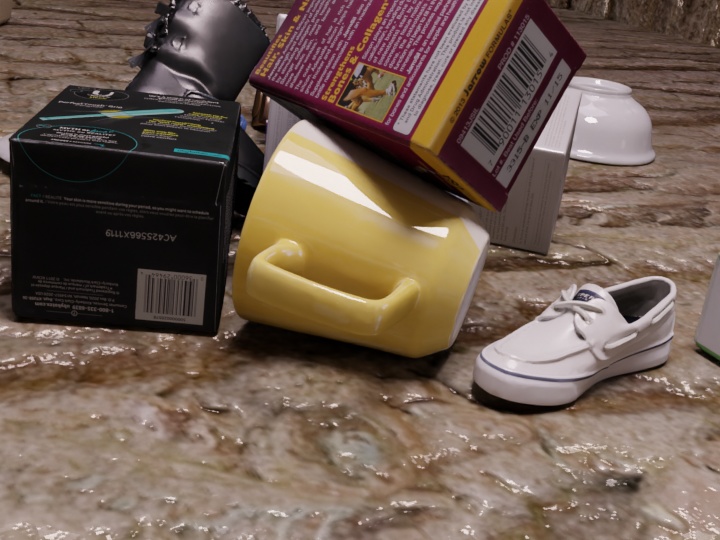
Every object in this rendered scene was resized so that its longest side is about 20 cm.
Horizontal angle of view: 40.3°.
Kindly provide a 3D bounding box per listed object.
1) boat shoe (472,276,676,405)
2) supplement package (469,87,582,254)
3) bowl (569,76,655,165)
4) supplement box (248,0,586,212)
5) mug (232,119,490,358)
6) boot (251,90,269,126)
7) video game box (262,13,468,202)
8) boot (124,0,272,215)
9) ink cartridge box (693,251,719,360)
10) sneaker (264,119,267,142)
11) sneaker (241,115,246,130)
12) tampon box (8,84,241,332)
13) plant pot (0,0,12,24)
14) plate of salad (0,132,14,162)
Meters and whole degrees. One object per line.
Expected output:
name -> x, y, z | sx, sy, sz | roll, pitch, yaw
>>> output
boat shoe -> 0.157, 0.041, 0.704 | 0.199, 0.066, 0.073 | -13, 29, -42
supplement package -> 0.105, -0.117, 0.970 | 0.197, 0.122, 0.120 | 13, 43, 12
bowl -> 0.328, -0.221, 1.394 | 0.198, 0.092, 0.201 | 6, 21, -2
supplement box -> 0.036, -0.144, 0.703 | 0.199, 0.132, 0.103 | 30, -1, 42
mug -> 0.001, 0.002, 0.688 | 0.152, 0.150, 0.188 | 20, 51, 10
boot -> -0.057, -0.208, 1.263 | 0.153, 0.078, 0.200 | 10, 10, -14
video game box -> 0.009, -0.109, 0.849 | 0.180, 0.203, 0.047 | 7, 14, -1
boot -> -0.126, -0.160, 0.911 | 0.197, 0.164, 0.073 | 33, -26, -22
ink cartridge box -> 0.385, 0.043, 0.749 | 0.198, 0.085, 0.145 | -3, 24, -27
sneaker -> -0.063, -0.141, 1.022 | 0.088, 0.081, 0.200 | -35, 0, -15
sneaker -> -0.191, -0.130, 0.952 | 0.199, 0.085, 0.077 | -15, 62, -50
tampon box -> -0.172, -0.056, 0.757 | 0.148, 0.128, 0.200 | 5, 21, -6
plant pot -> -0.698, -0.512, 1.676 | 0.197, 0.203, 0.177 | 13, 9, 15
plate of salad -> -0.280, -0.135, 1.031 | 0.197, 0.049, 0.200 | 6, 22, -2
